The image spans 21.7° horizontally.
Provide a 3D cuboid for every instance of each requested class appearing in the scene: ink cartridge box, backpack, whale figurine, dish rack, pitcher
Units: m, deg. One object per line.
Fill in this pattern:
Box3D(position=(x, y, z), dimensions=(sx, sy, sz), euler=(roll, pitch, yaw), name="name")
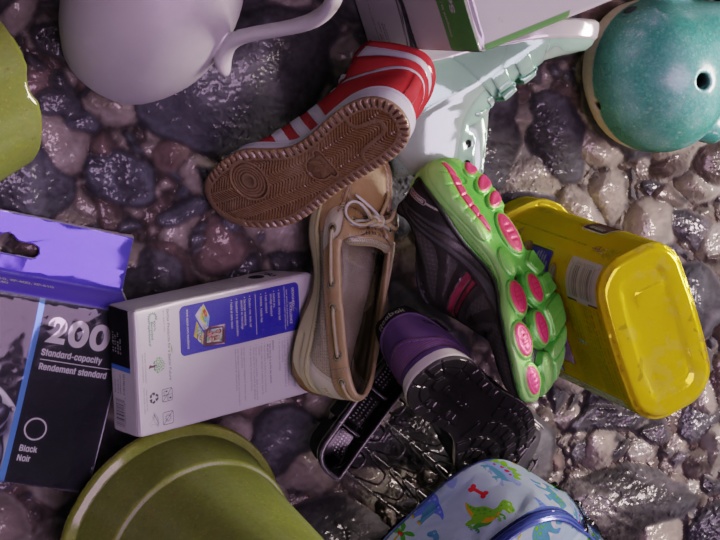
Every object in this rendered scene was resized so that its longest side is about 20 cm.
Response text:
Box3D(position=(0.094, -0.226, 1.413), dimensions=(0.146, 0.200, 0.084), euler=(-24, 106, -20), name="ink cartridge box")
Box3D(position=(0.113, 0.252, 1.500), dimensions=(0.183, 0.147, 0.200), euler=(-45, 143, 0), name="backpack")
Box3D(position=(0.284, -0.177, 1.563), dimensions=(0.200, 0.104, 0.159), euler=(-26, 110, -18), name="whale figurine")
Box3D(position=(-0.273, 0.055, 1.386), dimensions=(0.198, 0.043, 0.200), euler=(11, 95, -26), name="ink cartridge box")
Box3D(position=(-0.102, 0.058, 1.450), dimensions=(0.200, 0.039, 0.100), euler=(-11, 105, -40), name="ink cartridge box")
Box3D(position=(0.064, 0.142, 1.555), dimensions=(0.200, 0.055, 0.153), euler=(40, 83, -26), name="dish rack")
Box3D(position=(-0.113, -0.193, 1.312), dimensions=(0.172, 0.200, 0.121), euler=(44, 39, 4), name="pitcher")

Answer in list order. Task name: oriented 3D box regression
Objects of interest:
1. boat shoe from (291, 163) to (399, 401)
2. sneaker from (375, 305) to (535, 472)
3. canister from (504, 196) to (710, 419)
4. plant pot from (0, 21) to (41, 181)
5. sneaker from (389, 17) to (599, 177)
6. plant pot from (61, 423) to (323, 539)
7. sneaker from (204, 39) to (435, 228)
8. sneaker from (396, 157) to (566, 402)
Box3D(position=(-0.002, 0.000, 1.461), dimensions=(0.073, 0.063, 0.201), euler=(17, 84, -42), name="boat shoe")
Box3D(position=(0.074, 0.090, 1.480), dimensions=(0.076, 0.088, 0.200), euler=(-35, 142, 0), name="sneaker")
Box3D(position=(0.183, 0.028, 1.504), dimensions=(0.086, 0.200, 0.149), euler=(-26, 110, -17), name="canister")
Box3D(position=(-0.325, -0.096, 1.267), dimensions=(0.190, 0.200, 0.200), euler=(-26, 111, -32), name="plant pot")
Box3D(position=(0.103, -0.135, 1.502), dimensions=(0.200, 0.074, 0.118), euler=(-15, 101, -11), name="sneaker")
Box3D(position=(-0.094, 0.237, 1.397), dimensions=(0.200, 0.190, 0.200), euler=(-12, 111, -33), name="plant pot")
Box3D(position=(-0.025, -0.105, 1.428), dimensions=(0.071, 0.200, 0.113), euler=(53, 37, -19), name="sneaker")
Box3D(position=(0.093, 0.011, 1.448), dimensions=(0.077, 0.084, 0.200), euler=(-11, 71, -46), name="sneaker")
